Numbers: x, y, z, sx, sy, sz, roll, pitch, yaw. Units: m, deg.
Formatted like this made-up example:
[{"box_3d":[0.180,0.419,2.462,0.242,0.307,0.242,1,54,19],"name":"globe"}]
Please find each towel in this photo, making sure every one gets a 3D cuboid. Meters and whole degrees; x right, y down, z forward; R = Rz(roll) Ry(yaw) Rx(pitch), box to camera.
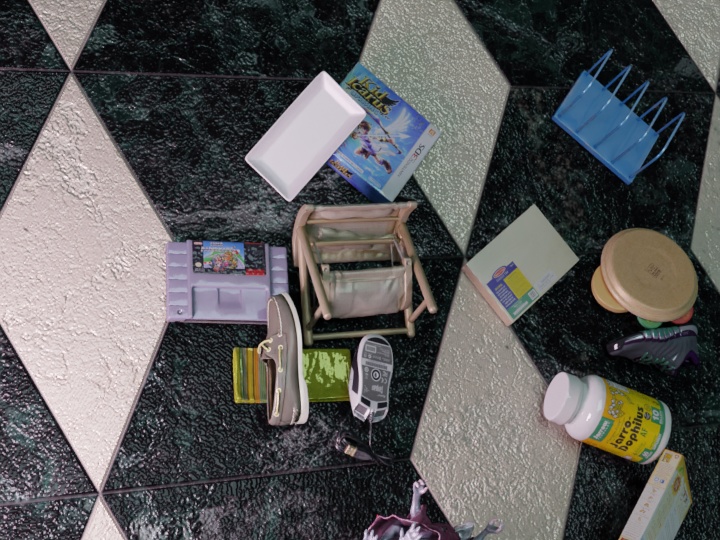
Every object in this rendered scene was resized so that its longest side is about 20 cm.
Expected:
[{"box_3d":[-0.105,0.165,1.631,0.196,0.018,0.088,2,72,-21],"name":"towel"}]

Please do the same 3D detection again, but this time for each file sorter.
[{"box_3d":[0.497,-0.297,1.966,0.199,0.123,0.140,39,63,-4],"name":"file sorter"}]

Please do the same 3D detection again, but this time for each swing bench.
[{"box_3d":[0.000,0.000,1.671,0.195,0.130,0.204,-2,67,-21],"name":"swing bench"}]

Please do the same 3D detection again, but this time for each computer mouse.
[{"box_3d":[0.012,0.203,1.638,0.108,0.044,0.204,17,68,-30],"name":"computer mouse"}]

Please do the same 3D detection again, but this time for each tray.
[{"box_3d":[-0.091,-0.225,1.732,0.107,0.022,0.200,42,90,-2],"name":"tray"}]

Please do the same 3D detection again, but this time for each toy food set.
[{"box_3d":[0.531,0.013,1.898,0.195,0.049,0.202,26,58,3],"name":"toy food set"}]

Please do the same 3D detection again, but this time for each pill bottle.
[{"box_3d":[0.416,0.245,1.747,0.197,0.113,0.115,22,65,-12],"name":"pill bottle"}]

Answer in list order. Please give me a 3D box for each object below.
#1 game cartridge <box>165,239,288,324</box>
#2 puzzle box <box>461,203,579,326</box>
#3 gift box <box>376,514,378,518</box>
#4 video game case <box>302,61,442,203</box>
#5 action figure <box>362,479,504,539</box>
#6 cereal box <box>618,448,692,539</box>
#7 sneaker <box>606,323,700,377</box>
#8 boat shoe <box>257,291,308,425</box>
[{"box_3d":[-0.210,0.018,1.635,0.196,0.038,0.133,2,75,-20],"name":"game cartridge"},{"box_3d":[0.286,-0.012,1.838,0.199,0.025,0.134,-38,88,-27],"name":"puzzle box"},{"box_3d":[0.054,0.470,1.498,0.183,0.184,0.204,11,61,-27],"name":"gift box"},{"box_3d":[0.019,-0.236,1.806,0.199,0.045,0.182,39,62,-4],"name":"video game case"},{"box_3d":[0.099,0.375,1.391,0.199,0.133,0.151,20,93,-54],"name":"action figure"},{"box_3d":[0.488,0.419,1.708,0.201,0.039,0.145,-51,138,-28],"name":"cereal box"},{"box_3d":[0.535,0.150,1.851,0.196,0.074,0.089,-7,79,-24],"name":"sneaker"},{"box_3d":[-0.124,0.135,1.582,0.059,0.072,0.206,-4,79,-24],"name":"boat shoe"}]
